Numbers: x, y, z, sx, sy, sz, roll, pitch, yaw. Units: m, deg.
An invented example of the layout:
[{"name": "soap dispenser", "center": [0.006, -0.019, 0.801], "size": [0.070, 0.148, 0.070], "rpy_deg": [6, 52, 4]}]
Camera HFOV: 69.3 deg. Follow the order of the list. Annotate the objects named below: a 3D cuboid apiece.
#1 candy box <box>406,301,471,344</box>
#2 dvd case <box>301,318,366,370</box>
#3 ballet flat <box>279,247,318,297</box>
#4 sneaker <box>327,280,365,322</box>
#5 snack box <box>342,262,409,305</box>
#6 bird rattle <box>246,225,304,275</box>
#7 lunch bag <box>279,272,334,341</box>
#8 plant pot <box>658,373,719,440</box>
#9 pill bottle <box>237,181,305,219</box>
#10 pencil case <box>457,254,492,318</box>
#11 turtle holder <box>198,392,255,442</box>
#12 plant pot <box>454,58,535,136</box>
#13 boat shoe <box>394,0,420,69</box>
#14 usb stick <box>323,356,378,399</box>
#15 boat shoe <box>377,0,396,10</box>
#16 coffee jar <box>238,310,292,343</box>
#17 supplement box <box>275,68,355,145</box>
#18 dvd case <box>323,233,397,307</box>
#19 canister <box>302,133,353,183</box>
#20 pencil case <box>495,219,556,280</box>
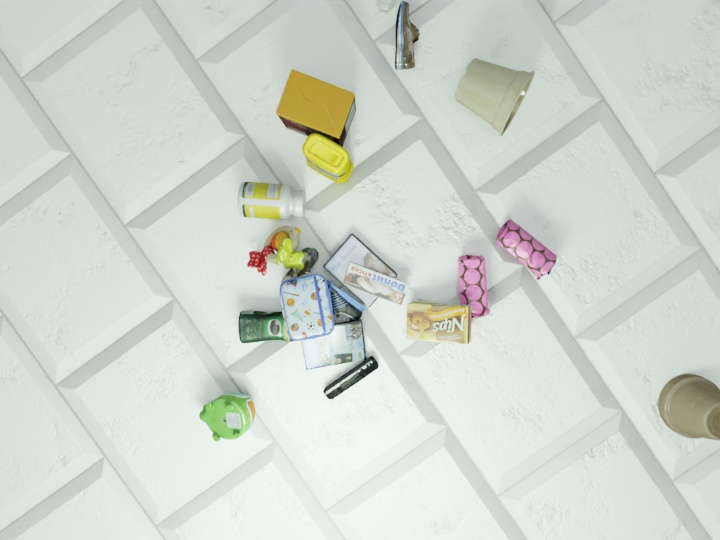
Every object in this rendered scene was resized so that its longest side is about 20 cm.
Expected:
[{"name": "candy box", "center": [0.244, 0.162, 1.628], "size": [0.198, 0.055, 0.117], "rpy_deg": [2, 94, 23]}, {"name": "dvd case", "center": [-0.085, 0.235, 1.655], "size": [0.198, 0.018, 0.144], "rpy_deg": [-9, 110, -6]}, {"name": "ballet flat", "center": [-0.207, 0.011, 1.656], "size": [0.072, 0.072, 0.201], "rpy_deg": [32, 93, -1]}, {"name": "sneaker", "center": [-0.082, 0.095, 1.658], "size": [0.199, 0.070, 0.078], "rpy_deg": [36, 86, -1]}, {"name": "snack box", "center": [0.048, 0.041, 1.641], "size": [0.198, 0.024, 0.072], "rpy_deg": [20, 94, -1]}, {"name": "bird rattle", "center": [-0.256, -0.063, 1.636], "size": [0.113, 0.199, 0.164], "rpy_deg": [39, 58, -38]}, {"name": "lunch bag", "center": [-0.159, 0.107, 1.585], "size": [0.159, 0.076, 0.202], "rpy_deg": [-10, 88, -6]}, {"name": "plant pot", "center": [1.059, 0.435, 1.602], "size": [0.198, 0.175, 0.202], "rpy_deg": [0, 91, 1]}, {"name": "pill bottle", "center": [-0.274, -0.215, 1.626], "size": [0.198, 0.111, 0.112], "rpy_deg": [4, 93, 1]}, {"name": "pencil case", "center": [0.359, 0.049, 1.641], "size": [0.093, 0.090, 0.202], "rpy_deg": [-4, 95, 36]}, {"name": "turtle holder", "center": [-0.416, 0.460, 1.647], "size": [0.185, 0.132, 0.142], "rpy_deg": [-34, 88, 22]}, {"name": "plant pot", "center": [0.395, -0.541, 1.574], "size": [0.183, 0.200, 0.202], "rpy_deg": [30, 93, 11]}, {"name": "boat shoe", "center": [0.146, -0.729, 1.622], "size": [0.072, 0.072, 0.202], "rpy_deg": [1, 102, -4]}, {"name": "usb stick", "center": [-0.030, 0.347, 1.682], "size": [0.199, 0.033, 0.056], "rpy_deg": [-35, 126, 2]}, {"name": "boat shoe", "center": [0.096, -0.913, 1.609], "size": [0.070, 0.069, 0.202], "rpy_deg": [13, 93, -1]}, {"name": "coffee jar", "center": [-0.283, 0.177, 1.656], "size": [0.198, 0.085, 0.105], "rpy_deg": [-1, 92, 1]}, {"name": "supplement box", "center": [-0.127, -0.477, 1.567], "size": [0.196, 0.200, 0.134], "rpy_deg": [21, 93, 0]}, {"name": "dvd case", "center": [0.000, 0.000, 1.670], "size": [0.200, 0.018, 0.143], "rpy_deg": [42, 94, -1]}, {"name": "canister", "center": [-0.098, -0.336, 1.573], "size": [0.148, 0.200, 0.087], "rpy_deg": [29, 92, 0]}, {"name": "pencil case", "center": [0.513, -0.065, 1.627], "size": [0.200, 0.091, 0.094], "rpy_deg": [39, 104, 1]}]
